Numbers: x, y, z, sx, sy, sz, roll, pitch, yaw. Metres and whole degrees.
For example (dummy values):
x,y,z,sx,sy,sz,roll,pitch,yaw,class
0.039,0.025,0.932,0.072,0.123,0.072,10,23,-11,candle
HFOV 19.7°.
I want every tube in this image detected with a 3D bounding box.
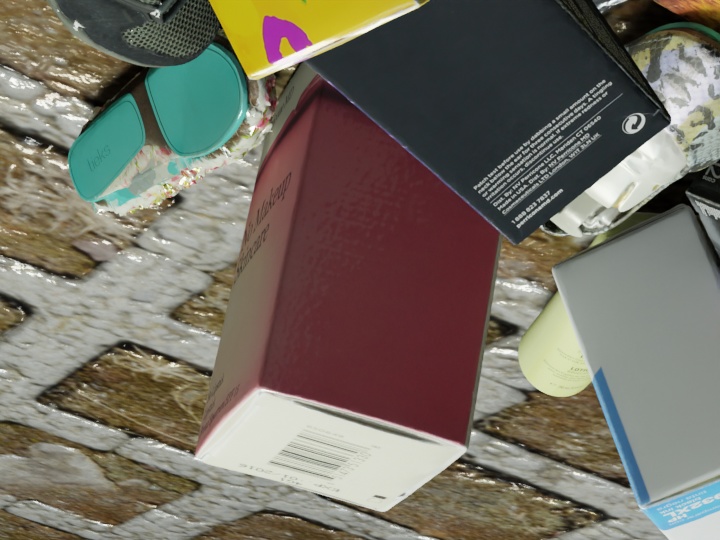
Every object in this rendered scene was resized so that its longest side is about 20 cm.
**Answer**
x,y,z,sx,sy,sz,roll,pitch,yaw,class
0.144,0.013,1.191,0.052,0.058,0.200,45,150,8,tube

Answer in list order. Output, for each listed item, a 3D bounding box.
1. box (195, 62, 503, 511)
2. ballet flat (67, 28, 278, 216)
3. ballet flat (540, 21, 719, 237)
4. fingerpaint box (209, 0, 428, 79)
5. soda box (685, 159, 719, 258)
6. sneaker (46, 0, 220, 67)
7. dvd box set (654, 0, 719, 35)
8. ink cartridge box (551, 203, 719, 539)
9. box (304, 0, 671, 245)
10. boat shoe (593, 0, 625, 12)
x,y,z,sx,sy,sz,roll,pitch,yaw,class
0.000,0.000,1.031,0.108,0.202,0.128,16,155,-13,box
-0.086,-0.081,1.076,0.064,0.076,0.199,-11,176,-35,ballet flat
0.124,-0.053,0.983,0.071,0.073,0.200,14,165,-9,ballet flat
0.016,-0.172,0.577,0.073,0.200,0.168,-17,103,46,fingerpaint box
0.230,-0.011,1.055,0.063,0.071,0.200,27,167,32,soda box
-0.086,-0.136,0.886,0.114,0.076,0.200,32,162,27,sneaker
0.234,-0.116,0.888,0.199,0.030,0.146,25,152,-28,dvd box set
0.186,0.076,1.124,0.083,0.146,0.200,-24,153,11,ink cartridge box
0.011,-0.126,0.747,0.079,0.201,0.141,-37,137,12,box
0.081,-0.134,0.863,0.198,0.072,0.068,-2,151,32,boat shoe
